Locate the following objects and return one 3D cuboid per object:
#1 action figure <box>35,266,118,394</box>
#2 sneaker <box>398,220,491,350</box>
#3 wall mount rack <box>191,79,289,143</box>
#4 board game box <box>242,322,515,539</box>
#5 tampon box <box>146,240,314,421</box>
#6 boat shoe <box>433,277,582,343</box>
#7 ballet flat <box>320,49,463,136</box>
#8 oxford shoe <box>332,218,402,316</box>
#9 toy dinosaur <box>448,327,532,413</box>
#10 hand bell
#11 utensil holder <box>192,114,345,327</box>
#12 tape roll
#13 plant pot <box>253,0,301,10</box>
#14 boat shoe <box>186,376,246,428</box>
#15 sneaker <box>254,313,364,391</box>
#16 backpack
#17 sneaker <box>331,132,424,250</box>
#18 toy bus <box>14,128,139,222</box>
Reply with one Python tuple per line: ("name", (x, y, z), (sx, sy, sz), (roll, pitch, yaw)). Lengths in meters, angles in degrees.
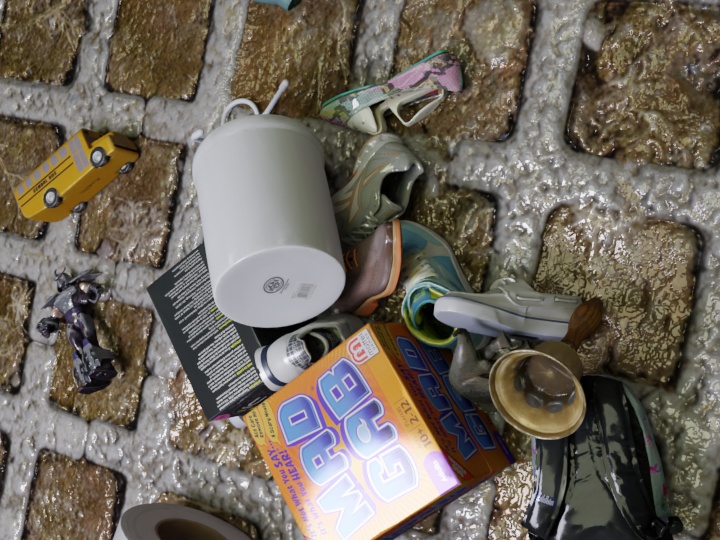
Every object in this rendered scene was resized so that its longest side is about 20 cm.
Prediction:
("action figure", (-0.425, 0.080, 1.438), (0.130, 0.069, 0.201), (-39, 66, 28))
("sneaker", (0.076, 0.012, 1.159), (0.080, 0.130, 0.200), (-44, 68, 17))
("wall mount rack", (-0.138, -0.161, 1.309), (0.173, 0.074, 0.202), (-23, 78, 21))
("board game box", (0.026, 0.200, 1.131), (0.199, 0.199, 0.201), (-37, 72, 19))
("tampon box", (-0.155, 0.075, 1.254), (0.126, 0.149, 0.201), (-35, 72, 24))
("boat shoe", (0.171, 0.041, 1.093), (0.073, 0.198, 0.066), (-18, 64, 57))
("ballet flat", (0.040, -0.215, 1.230), (0.199, 0.069, 0.072), (-20, 79, 20))
("oxford shoe", (0.000, 0.000, 1.167), (0.200, 0.072, 0.072), (120, 153, -55))
("toy dinosaur", (0.145, 0.119, 1.075), (0.102, 0.200, 0.077), (-36, 63, 19))
("hand bell", (0.225, 0.083, 1.034), (0.103, 0.200, 0.105), (15, 123, 25))
("utensil holder", (-0.112, -0.057, 1.153), (0.169, 0.170, 0.201), (-29, 51, 21))
("tape roll", (-0.239, 0.413, 1.247), (0.201, 0.202, 0.140), (24, 96, 26))
("plant pot", (-0.106, -0.432, 1.263), (0.134, 0.200, 0.200), (42, 106, -6))
("boat shoe", (-0.209, 0.135, 1.324), (0.068, 0.072, 0.201), (-34, 70, 18))
("sneaker", (-0.040, 0.092, 1.172), (0.080, 0.200, 0.077), (-34, 85, 33))
("backpack", (0.256, 0.215, 1.058), (0.165, 0.127, 0.202), (-8, 80, 12))
("sneaker", (0.008, -0.074, 1.214), (0.092, 0.075, 0.201), (42, 107, 50))
("toy bus", (-0.434, -0.148, 1.460), (0.199, 0.065, 0.079), (-35, 70, 20))
